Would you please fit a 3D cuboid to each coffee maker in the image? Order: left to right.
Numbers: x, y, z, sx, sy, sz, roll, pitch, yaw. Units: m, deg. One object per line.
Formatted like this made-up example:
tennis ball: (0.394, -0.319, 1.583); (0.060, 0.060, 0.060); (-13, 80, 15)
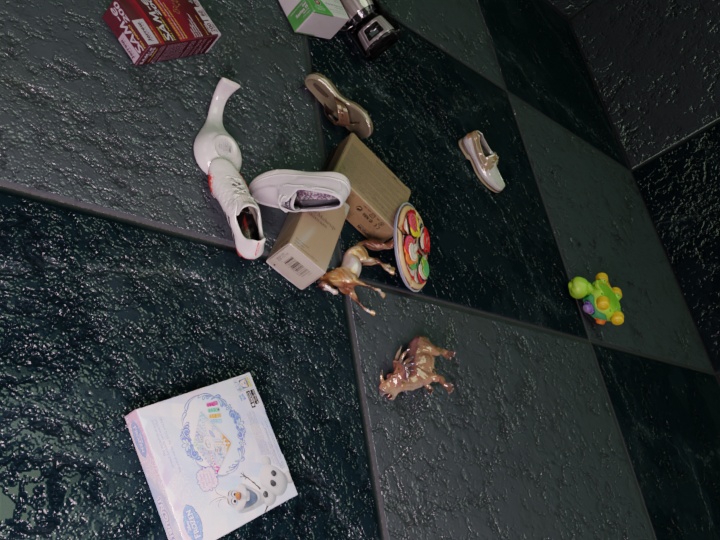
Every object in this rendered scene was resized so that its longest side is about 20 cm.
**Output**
coffee maker: (0.019, -0.691, 1.762); (0.200, 0.134, 0.192); (55, 37, -3)

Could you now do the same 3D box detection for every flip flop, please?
flip flop: (-0.056, -0.377, 1.518); (0.200, 0.081, 0.058); (41, 58, -17)

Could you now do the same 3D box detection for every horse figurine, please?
horse figurine: (0.000, 0.000, 1.319); (0.132, 0.050, 0.200); (29, 51, -2)

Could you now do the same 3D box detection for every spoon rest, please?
spoon rest: (-0.266, -0.263, 1.234); (0.099, 0.060, 0.201); (17, 66, -38)

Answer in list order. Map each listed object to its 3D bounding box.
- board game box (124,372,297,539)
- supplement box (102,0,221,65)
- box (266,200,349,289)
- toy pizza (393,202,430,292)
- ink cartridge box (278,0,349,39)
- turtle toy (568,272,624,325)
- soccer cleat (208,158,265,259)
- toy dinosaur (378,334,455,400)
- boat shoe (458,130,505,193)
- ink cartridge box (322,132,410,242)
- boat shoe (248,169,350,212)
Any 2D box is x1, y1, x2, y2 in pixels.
board game box: (-0.207, 0.267, 0.927); (0.199, 0.043, 0.201); (-11, 73, -50)
supplement box: (-0.375, -0.467, 1.243); (0.109, 0.061, 0.200); (55, 39, -4)
box: (-0.097, -0.072, 1.253); (0.095, 0.078, 0.201); (38, 42, -21)
toy pizza: (0.122, -0.053, 1.447); (0.200, 0.032, 0.201); (-6, 90, -67)
ink cartridge box: (-0.138, -0.700, 1.640); (0.146, 0.083, 0.201); (-16, 76, -51)
turtle toy: (0.730, 0.086, 2.014); (0.200, 0.101, 0.146); (41, 41, -19)
soccer cleat: (-0.214, -0.117, 1.144); (0.068, 0.085, 0.201); (-14, 76, -28)
toy dinosaur: (0.115, 0.181, 1.308); (0.135, 0.086, 0.200); (36, 37, -14)
boat shoe: (0.376, -0.326, 1.945); (0.200, 0.068, 0.075); (52, 39, -6)
ink cartridge box: (0.009, -0.179, 1.443); (0.200, 0.075, 0.165); (42, 40, -19)
boat shoe: (-0.119, -0.138, 1.200); (0.069, 0.199, 0.072); (-74, 165, -47)
